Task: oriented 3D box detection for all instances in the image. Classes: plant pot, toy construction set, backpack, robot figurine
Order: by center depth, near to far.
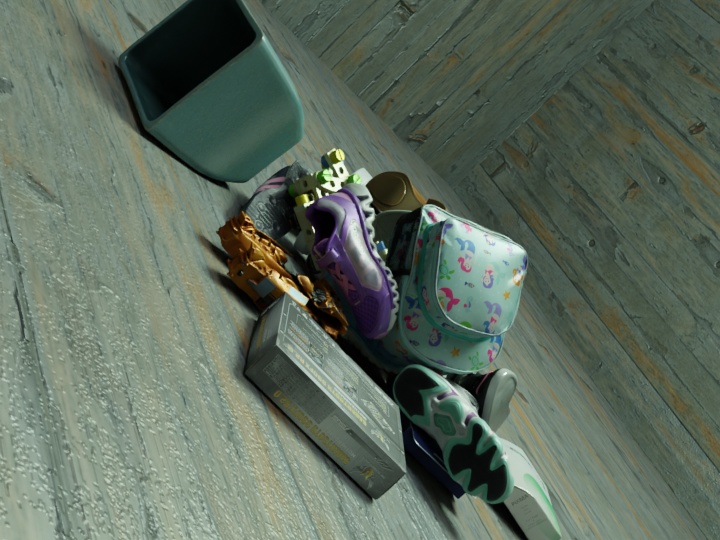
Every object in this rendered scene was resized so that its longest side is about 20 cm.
[{"bbox_3d":[-0.087,0.022,1.250,0.199,0.058,0.146,40,16,-35],"label":"robot figurine"},{"bbox_3d":[0.116,0.033,1.334,0.175,0.203,0.150,21,-11,-23],"label":"backpack"},{"bbox_3d":[-0.027,-0.064,1.417,0.130,0.092,0.202,-23,79,-50],"label":"toy construction set"},{"bbox_3d":[-0.185,-0.242,1.435,0.200,0.195,0.197,48,8,-45],"label":"plant pot"}]

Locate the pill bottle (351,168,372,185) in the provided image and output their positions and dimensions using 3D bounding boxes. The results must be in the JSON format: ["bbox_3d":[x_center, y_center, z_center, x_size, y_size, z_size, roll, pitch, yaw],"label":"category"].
[{"bbox_3d":[0.035,-0.080,1.889,0.201,0.113,0.113,49,12,4],"label":"pill bottle"}]

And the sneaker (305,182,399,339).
[{"bbox_3d":[-0.017,-0.009,1.291,0.087,0.080,0.204,-6,75,-42],"label":"sneaker"}]

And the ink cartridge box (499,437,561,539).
[{"bbox_3d":[0.211,0.280,1.485,0.202,0.050,0.161,58,10,-11],"label":"ink cartridge box"}]

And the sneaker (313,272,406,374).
[{"bbox_3d":[0.024,0.064,1.380,0.199,0.090,0.079,34,25,-20],"label":"sneaker"}]

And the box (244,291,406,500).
[{"bbox_3d":[-0.035,0.132,1.121,0.200,0.048,0.159,46,13,-14],"label":"box"}]

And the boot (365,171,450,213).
[{"bbox_3d":[0.094,-0.068,1.676,0.199,0.074,0.155,39,-14,44],"label":"boot"}]

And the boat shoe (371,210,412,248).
[{"bbox_3d":[0.112,-0.037,1.467,0.198,0.076,0.065,12,1,4],"label":"boat shoe"}]

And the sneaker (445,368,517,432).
[{"bbox_3d":[0.157,0.162,1.418,0.099,0.071,0.201,38,-16,18],"label":"sneaker"}]

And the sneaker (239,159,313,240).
[{"bbox_3d":[-0.128,-0.082,1.439,0.071,0.081,0.200,56,32,-11],"label":"sneaker"}]

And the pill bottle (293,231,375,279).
[{"bbox_3d":[0.000,0.000,1.496,0.199,0.105,0.104,39,11,6],"label":"pill bottle"}]

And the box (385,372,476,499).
[{"bbox_3d":[0.089,0.216,1.346,0.121,0.032,0.200,45,11,-17],"label":"box"}]

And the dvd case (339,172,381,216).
[{"bbox_3d":[0.032,-0.071,1.638,0.201,0.016,0.149,51,9,11],"label":"dvd case"}]

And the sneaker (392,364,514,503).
[{"bbox_3d":[0.134,0.200,1.297,0.201,0.078,0.140,53,13,20],"label":"sneaker"}]
